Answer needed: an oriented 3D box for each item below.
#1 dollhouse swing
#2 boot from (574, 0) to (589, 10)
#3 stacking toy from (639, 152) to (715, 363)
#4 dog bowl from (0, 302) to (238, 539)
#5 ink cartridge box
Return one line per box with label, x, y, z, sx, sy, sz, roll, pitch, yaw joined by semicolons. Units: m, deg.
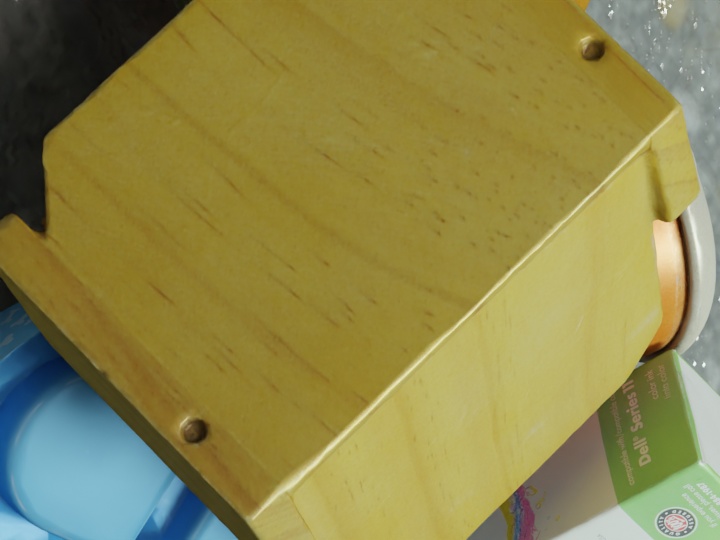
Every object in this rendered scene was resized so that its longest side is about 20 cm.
dollhouse swing;0.000;0.000;0.888;0.200;0.176;0.182;-44;81;-10
boot;0.083;-0.182;0.981;0.201;0.071;0.144;-60;169;-45
stacking toy;0.030;0.000;0.998;0.199;0.146;0.147;-23;112;-21
dog bowl;-0.072;0.076;0.928;0.200;0.050;0.112;29;96;-33
ink cartridge box;0.082;0.129;1.047;0.117;0.200;0.068;43;26;-37
